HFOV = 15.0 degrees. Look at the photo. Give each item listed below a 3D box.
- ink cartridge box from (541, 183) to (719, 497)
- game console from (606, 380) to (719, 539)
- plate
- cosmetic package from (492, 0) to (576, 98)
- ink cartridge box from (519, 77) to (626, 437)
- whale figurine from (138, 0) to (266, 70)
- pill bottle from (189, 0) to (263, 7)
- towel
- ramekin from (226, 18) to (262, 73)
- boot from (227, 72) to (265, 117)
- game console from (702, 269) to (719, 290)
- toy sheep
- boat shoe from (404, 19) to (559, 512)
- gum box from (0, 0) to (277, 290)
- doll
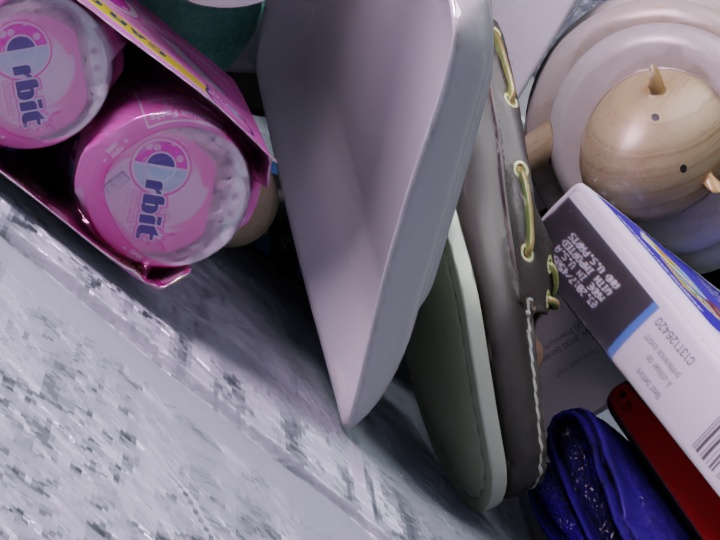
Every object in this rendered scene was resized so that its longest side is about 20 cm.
[{"bbox_3d":[0.174,0.072,1.084,0.200,0.047,0.198,35,13,-46],"label":"ink cartridge box"},{"bbox_3d":[0.192,0.133,1.099,0.200,0.031,0.177,30,16,-47],"label":"game console"},{"bbox_3d":[0.005,-0.080,0.984,0.032,0.200,0.200,-2,47,-15],"label":"plate"},{"bbox_3d":[0.049,-0.113,1.202,0.071,0.200,0.101,30,-4,-2],"label":"cosmetic package"},{"bbox_3d":[0.075,-0.023,1.327,0.200,0.084,0.145,57,10,4],"label":"ink cartridge box"},{"bbox_3d":[-0.136,-0.129,1.105,0.199,0.104,0.159,18,18,2],"label":"whale figurine"},{"bbox_3d":[-0.085,-0.178,0.975,0.120,0.120,0.200,33,9,-45],"label":"pill bottle"},{"bbox_3d":[0.153,0.151,1.084,0.200,0.050,0.148,37,16,-30],"label":"towel"},{"bbox_3d":[-0.051,-0.194,1.181,0.202,0.202,0.094,41,43,1],"label":"ramekin"},{"bbox_3d":[-0.096,-0.113,1.308,0.075,0.074,0.200,6,-10,41],"label":"boot"},{"bbox_3d":[0.226,0.053,1.313,0.176,0.116,0.201,-100,180,-72],"label":"game console"},{"bbox_3d":[0.131,-0.059,1.185,0.138,0.138,0.200,41,18,0],"label":"toy sheep"},{"bbox_3d":[0.046,-0.009,1.048,0.072,0.060,0.202,134,-53,-63],"label":"boat shoe"},{"bbox_3d":[-0.122,-0.082,0.941,0.200,0.066,0.114,38,7,-18],"label":"gum box"},{"bbox_3d":[0.000,0.000,1.135,0.200,0.049,0.136,33,8,-44],"label":"doll"}]
